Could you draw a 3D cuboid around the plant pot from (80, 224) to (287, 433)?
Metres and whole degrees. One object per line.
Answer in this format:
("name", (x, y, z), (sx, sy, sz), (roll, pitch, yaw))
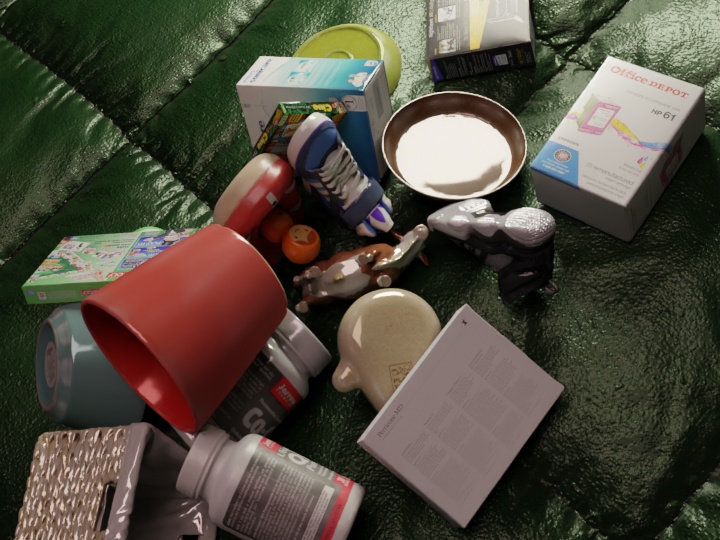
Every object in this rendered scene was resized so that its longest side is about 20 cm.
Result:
("plant pot", (-0.191, 0.056, 1.174), (0.199, 0.202, 0.177), (31, 60, 32))

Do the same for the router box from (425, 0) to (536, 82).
("router box", (0.178, -0.384, 1.518), (0.155, 0.052, 0.203), (-6, 58, 17))

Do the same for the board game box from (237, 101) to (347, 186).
("board game box", (-0.104, -0.154, 1.380), (0.104, 0.200, 0.024), (-12, 63, -38))

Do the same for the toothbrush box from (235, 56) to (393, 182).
("toothbrush box", (-0.058, -0.213, 1.433), (0.197, 0.148, 0.086), (5, 41, 23))

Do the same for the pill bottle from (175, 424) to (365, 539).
("pill bottle", (-0.103, 0.254, 1.151), (0.198, 0.111, 0.112), (25, 68, 3))

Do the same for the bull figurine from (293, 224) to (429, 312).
("bull figurine", (0.000, 0.000, 1.323), (0.198, 0.121, 0.066), (-22, 91, 15))

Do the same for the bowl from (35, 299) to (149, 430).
("bowl", (-0.349, 0.120, 1.300), (0.104, 0.202, 0.202), (1, 47, -31))

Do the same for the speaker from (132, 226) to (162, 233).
("speaker", (-0.277, 0.021, 1.387), (0.088, 0.089, 0.201), (-29, 36, 1))

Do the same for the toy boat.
("toy boat", (-0.108, -0.057, 1.342), (0.130, 0.201, 0.131), (33, 74, 19))

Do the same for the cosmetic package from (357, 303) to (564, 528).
("cosmetic package", (0.114, 0.165, 1.166), (0.150, 0.052, 0.201), (40, 76, 0))

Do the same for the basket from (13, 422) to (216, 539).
("basket", (-0.280, 0.303, 1.175), (0.158, 0.201, 0.201), (-5, 57, 19))

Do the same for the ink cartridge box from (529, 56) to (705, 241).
("ink cartridge box", (0.331, -0.160, 1.307), (0.143, 0.085, 0.201), (27, 71, 31))

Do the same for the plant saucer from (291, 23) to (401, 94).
("plant saucer", (-0.035, -0.307, 1.562), (0.197, 0.031, 0.203), (-9, 57, 14))

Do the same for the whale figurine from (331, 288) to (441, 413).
("whale figurine", (0.040, 0.126, 1.241), (0.156, 0.104, 0.203), (-10, 78, -11))

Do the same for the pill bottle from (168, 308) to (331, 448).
("pill bottle", (-0.136, 0.147, 1.269), (0.200, 0.114, 0.114), (-45, 56, -10))

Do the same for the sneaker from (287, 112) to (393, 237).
("sneaker", (-0.012, -0.114, 1.327), (0.146, 0.200, 0.081), (37, 78, 15))

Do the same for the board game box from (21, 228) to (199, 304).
("board game box", (-0.319, -0.007, 1.324), (0.197, 0.030, 0.135), (-3, 30, 13))

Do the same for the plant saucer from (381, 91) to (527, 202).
("plant saucer", (0.127, -0.164, 1.390), (0.197, 0.032, 0.203), (0, 53, 0))

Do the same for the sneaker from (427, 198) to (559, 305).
("sneaker", (0.164, -0.021, 1.272), (0.075, 0.115, 0.199), (-30, 26, -33))
